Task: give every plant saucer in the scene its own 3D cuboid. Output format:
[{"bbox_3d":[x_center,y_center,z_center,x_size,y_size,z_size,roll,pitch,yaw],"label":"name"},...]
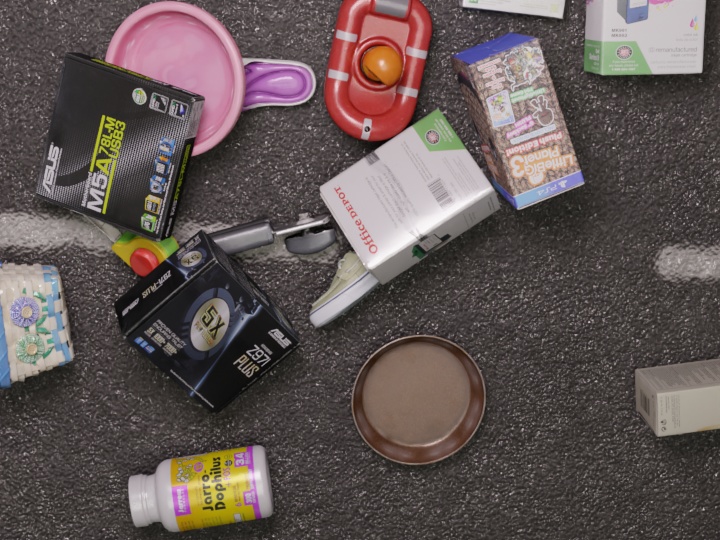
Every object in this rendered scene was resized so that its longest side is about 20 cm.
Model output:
[{"bbox_3d":[-0.239,-0.251,1.503,0.199,0.051,0.202,4,104,17],"label":"plant saucer"},{"bbox_3d":[0.084,0.187,1.679,0.198,0.035,0.202,-1,104,-6],"label":"plant saucer"}]

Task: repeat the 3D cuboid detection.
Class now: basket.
[{"bbox_3d":[-0.497,0.069,1.538,0.198,0.139,0.178,-10,106,-13],"label":"basket"}]

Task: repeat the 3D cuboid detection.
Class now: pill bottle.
[{"bbox_3d":[-0.229,0.318,1.645,0.198,0.104,0.105,-9,105,-3],"label":"pill bottle"}]

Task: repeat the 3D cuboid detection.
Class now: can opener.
[{"bbox_3d":[-0.134,-0.037,1.592,0.198,0.053,0.067,-16,104,0],"label":"can opener"}]

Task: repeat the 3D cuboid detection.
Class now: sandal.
[{"bbox_3d":[-0.160,-0.249,1.537,0.201,0.050,0.083,-11,104,-2],"label":"sandal"}]

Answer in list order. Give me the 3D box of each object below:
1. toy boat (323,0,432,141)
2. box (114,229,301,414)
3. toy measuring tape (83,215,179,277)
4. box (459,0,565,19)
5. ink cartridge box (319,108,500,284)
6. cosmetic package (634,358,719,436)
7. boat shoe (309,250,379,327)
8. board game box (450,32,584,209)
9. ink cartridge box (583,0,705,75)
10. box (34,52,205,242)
[{"bbox_3d":[0.025,-0.270,1.508,0.129,0.131,0.202,10,103,-7],"label":"toy boat"},{"bbox_3d":[-0.208,0.074,1.563,0.163,0.086,0.200,-39,126,4],"label":"box"},{"bbox_3d":[-0.312,-0.051,1.563,0.200,0.074,0.074,44,97,-8],"label":"toy measuring tape"},{"bbox_3d":[0.216,-0.448,1.533,0.143,0.036,0.202,6,105,-7],"label":"box"},{"bbox_3d":[0.066,-0.098,1.547,0.199,0.084,0.147,-33,69,3],"label":"ink cartridge box"},{"bbox_3d":[0.517,0.183,1.684,0.198,0.105,0.072,-6,106,-2],"label":"cosmetic package"},{"bbox_3d":[0.000,0.000,1.615,0.200,0.072,0.062,-40,85,-2],"label":"boat shoe"},{"bbox_3d":[0.208,-0.204,1.528,0.096,0.160,0.201,-21,105,1],"label":"board game box"},{"bbox_3d":[0.385,-0.368,1.542,0.144,0.088,0.202,-1,102,-5],"label":"ink cartridge box"},{"bbox_3d":[-0.317,-0.162,1.496,0.192,0.048,0.201,20,106,9],"label":"box"}]
